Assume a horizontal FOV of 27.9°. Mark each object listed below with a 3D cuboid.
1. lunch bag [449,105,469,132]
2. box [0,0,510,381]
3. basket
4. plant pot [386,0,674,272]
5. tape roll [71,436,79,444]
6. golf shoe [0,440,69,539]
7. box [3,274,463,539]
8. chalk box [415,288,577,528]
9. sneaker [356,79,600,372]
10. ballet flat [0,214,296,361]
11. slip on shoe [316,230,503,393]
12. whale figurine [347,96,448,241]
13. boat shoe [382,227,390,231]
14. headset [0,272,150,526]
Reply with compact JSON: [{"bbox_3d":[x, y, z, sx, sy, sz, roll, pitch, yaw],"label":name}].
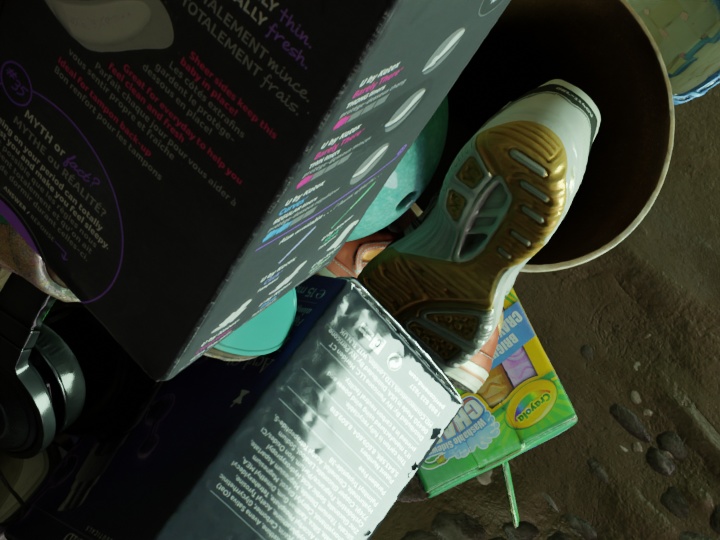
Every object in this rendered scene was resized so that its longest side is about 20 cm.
[{"bbox_3d":[0.095,-0.098,1.124,0.199,0.094,0.151,-27,144,-49],"label":"lunch bag"},{"bbox_3d":[-0.041,-0.079,0.490,0.106,0.122,0.200,-36,168,-44],"label":"box"},{"bbox_3d":[0.221,-0.201,1.008,0.139,0.177,0.200,-40,-178,-8],"label":"basket"},{"bbox_3d":[0.068,-0.081,0.920,0.187,0.187,0.200,-43,-174,-16],"label":"plant pot"},{"bbox_3d":[-0.088,0.095,0.957,0.199,0.086,0.200,-23,-179,0],"label":"tape roll"},{"bbox_3d":[-0.203,0.191,0.808,0.073,0.091,0.202,-130,-124,-80],"label":"golf shoe"},{"bbox_3d":[-0.068,0.105,0.766,0.200,0.104,0.148,-53,-152,-20],"label":"box"},{"bbox_3d":[0.082,0.087,1.061,0.123,0.201,0.125,-27,173,3],"label":"chalk box"},{"bbox_3d":[0.064,-0.019,0.761,0.088,0.076,0.200,-49,180,-44],"label":"sneaker"},{"bbox_3d":[-0.098,-0.007,0.644,0.200,0.067,0.069,33,73,-61],"label":"ballet flat"},{"bbox_3d":[0.000,0.000,0.862,0.062,0.199,0.074,-60,-168,-9],"label":"slip on shoe"},{"bbox_3d":[-0.025,-0.066,0.695,0.159,0.104,0.200,-48,170,17],"label":"whale figurine"},{"bbox_3d":[-0.025,0.013,1.168,0.200,0.074,0.066,-48,166,14],"label":"boat shoe"},{"bbox_3d":[-0.168,0.049,0.731,0.201,0.094,0.123,-63,163,13],"label":"headset"}]
